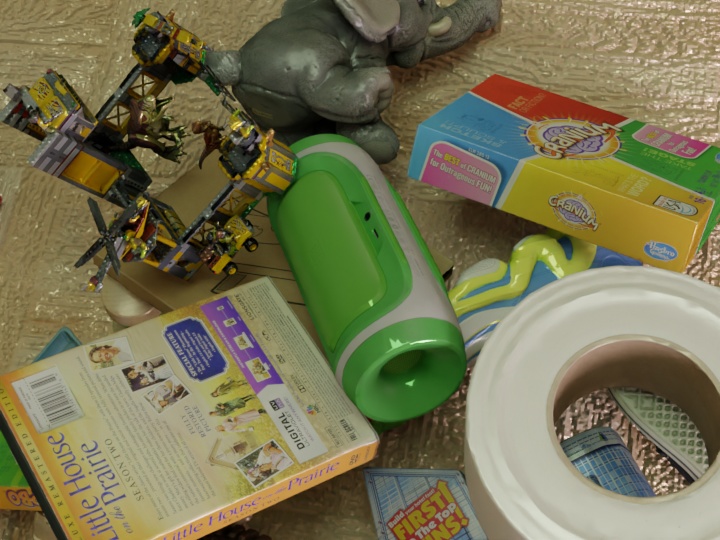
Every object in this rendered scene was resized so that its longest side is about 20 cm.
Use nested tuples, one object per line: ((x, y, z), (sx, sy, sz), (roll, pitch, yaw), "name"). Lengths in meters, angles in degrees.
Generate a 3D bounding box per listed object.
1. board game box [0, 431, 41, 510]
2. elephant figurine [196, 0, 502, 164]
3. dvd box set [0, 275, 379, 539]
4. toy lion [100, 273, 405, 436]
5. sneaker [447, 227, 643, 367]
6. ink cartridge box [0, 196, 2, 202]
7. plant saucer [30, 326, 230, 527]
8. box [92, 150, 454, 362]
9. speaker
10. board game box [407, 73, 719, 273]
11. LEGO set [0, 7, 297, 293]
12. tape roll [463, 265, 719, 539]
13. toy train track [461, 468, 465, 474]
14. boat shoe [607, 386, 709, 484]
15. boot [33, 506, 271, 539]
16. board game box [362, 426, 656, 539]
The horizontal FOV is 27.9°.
((-0.213, 0.119, 0.965), (0.199, 0.030, 0.096), (-6, 31, 34), "board game box")
((-0.003, -0.179, 1.098), (0.141, 0.155, 0.201), (7, 60, 33), "elephant figurine")
((-0.109, 0.093, 0.894), (0.199, 0.029, 0.146), (-22, 57, -26), "dvd box set")
((-0.058, 0.049, 1.026), (0.191, 0.069, 0.200), (-29, 62, -15), "toy lion")
((0.125, 0.034, 0.983), (0.200, 0.076, 0.105), (-37, 68, -22), "sneaker")
((-0.408, -0.074, 1.089), (0.200, 0.145, 0.145), (-37, 64, -10), "ink cartridge box")
((-0.167, 0.129, 1.011), (0.070, 0.019, 0.200), (-48, 64, 4), "plant saucer")
((-0.060, -0.006, 1.020), (0.200, 0.021, 0.163), (33, 55, 20), "box")
((0.000, 0.000, 0.941), (0.088, 0.089, 0.200), (-22, 48, -3), "speaker")
((0.154, -0.073, 1.015), (0.199, 0.040, 0.153), (21, 28, 18), "board game box")
((-0.149, -0.091, 0.961), (0.154, 0.116, 0.200), (-41, 57, 16), "LEGO set")
((0.161, 0.099, 0.855), (0.201, 0.071, 0.203), (-2, 60, 3), "tape roll")
((0.150, 0.182, 0.939), (0.200, 0.033, 0.115), (32, 83, 28), "toy train track")
((0.215, 0.093, 0.941), (0.075, 0.062, 0.200), (-37, 76, -4), "boat shoe")
((-0.117, 0.216, 0.932), (0.199, 0.075, 0.108), (10, 100, 15), "boot")
((0.095, 0.186, 0.905), (0.200, 0.062, 0.200), (-33, 61, 6), "board game box")
